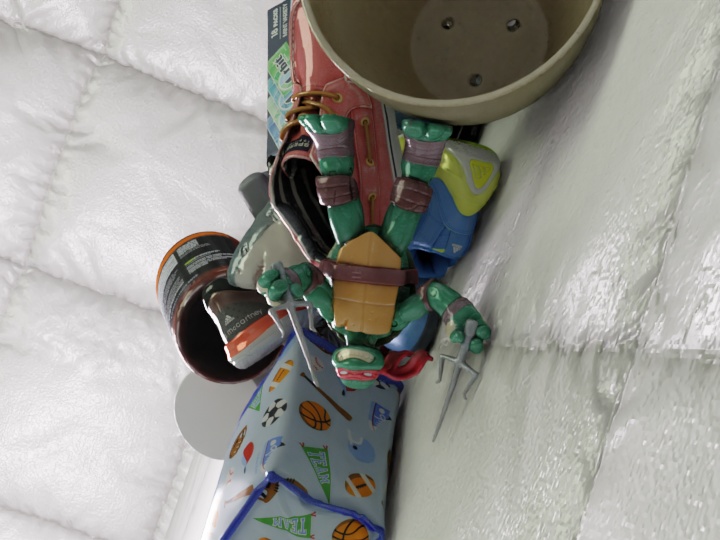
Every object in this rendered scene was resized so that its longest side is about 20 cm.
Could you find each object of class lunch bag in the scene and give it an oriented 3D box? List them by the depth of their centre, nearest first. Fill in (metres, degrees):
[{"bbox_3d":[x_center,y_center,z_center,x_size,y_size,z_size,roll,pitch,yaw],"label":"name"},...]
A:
[{"bbox_3d":[-0.057,0.180,0.986,0.201,0.123,0.171,-53,14,32],"label":"lunch bag"}]

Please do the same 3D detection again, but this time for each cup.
[{"bbox_3d":[0.071,-0.178,0.867,0.143,0.197,0.203,48,-121,-70],"label":"cup"}]

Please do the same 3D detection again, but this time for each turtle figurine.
[{"bbox_3d":[0.004,0.004,0.839,0.101,0.147,0.204,-165,78,-77],"label":"turtle figurine"}]

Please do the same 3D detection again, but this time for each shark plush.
[{"bbox_3d":[-0.046,-0.080,1.005,0.091,0.082,0.203,33,-118,-55],"label":"shark plush"}]

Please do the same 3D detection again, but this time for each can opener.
[{"bbox_3d":[-0.064,0.002,1.265,0.066,0.201,0.053,-35,-5,19],"label":"can opener"}]

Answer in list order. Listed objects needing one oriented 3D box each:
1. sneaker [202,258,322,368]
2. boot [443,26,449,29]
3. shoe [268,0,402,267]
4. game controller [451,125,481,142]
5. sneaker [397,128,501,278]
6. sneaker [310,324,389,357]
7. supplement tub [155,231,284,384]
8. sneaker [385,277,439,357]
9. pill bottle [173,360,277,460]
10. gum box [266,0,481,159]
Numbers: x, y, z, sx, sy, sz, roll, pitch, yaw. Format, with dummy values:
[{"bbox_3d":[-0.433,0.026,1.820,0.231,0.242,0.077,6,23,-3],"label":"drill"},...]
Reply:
[{"bbox_3d":[-0.068,0.015,1.071,0.077,0.082,0.200,-37,-4,18],"label":"sneaker"},{"bbox_3d":[0.071,-0.259,0.987,0.204,0.073,0.155,-48,-37,-18],"label":"boot"},{"bbox_3d":[-0.024,-0.104,0.916,0.071,0.203,0.091,-10,8,38],"label":"shoe"},{"bbox_3d":[0.048,-0.084,1.117,0.104,0.042,0.203,24,94,48],"label":"game controller"},{"bbox_3d":[0.036,-0.054,1.013,0.200,0.075,0.107,-160,84,-70],"label":"sneaker"},{"bbox_3d":[-0.017,0.066,1.131,0.201,0.081,0.079,-83,16,-60],"label":"sneaker"},{"bbox_3d":[-0.135,0.026,1.220,0.108,0.106,0.200,-68,19,9],"label":"supplement tub"},{"bbox_3d":[0.000,0.000,1.044,0.066,0.078,0.201,-58,32,18],"label":"sneaker"},{"bbox_3d":[-0.108,0.118,1.313,0.117,0.114,0.200,-68,-9,12],"label":"pill bottle"},{"bbox_3d":[0.007,-0.193,1.128,0.198,0.044,0.172,-22,54,29],"label":"gum box"}]
